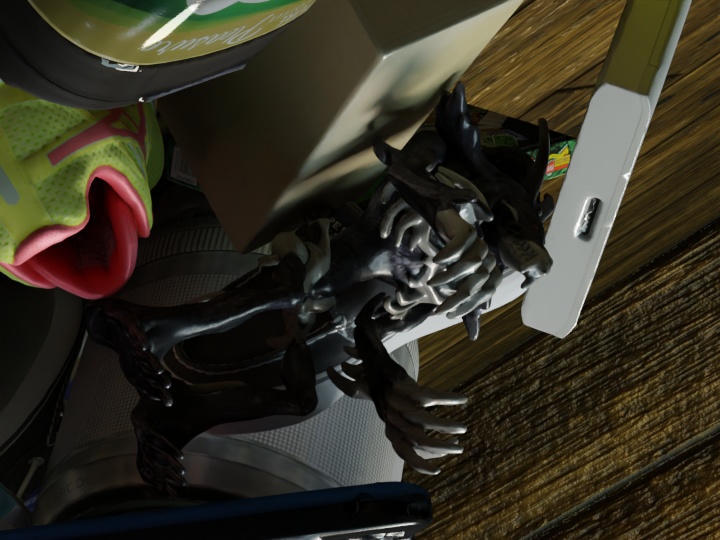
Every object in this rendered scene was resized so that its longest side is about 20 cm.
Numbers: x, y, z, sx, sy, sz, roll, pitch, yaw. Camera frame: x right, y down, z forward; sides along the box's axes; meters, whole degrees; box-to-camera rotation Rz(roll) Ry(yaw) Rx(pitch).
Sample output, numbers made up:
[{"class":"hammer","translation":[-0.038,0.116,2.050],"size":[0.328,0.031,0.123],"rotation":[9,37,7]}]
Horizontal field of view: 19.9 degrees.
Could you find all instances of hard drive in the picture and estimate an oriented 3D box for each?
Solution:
[{"class":"hard drive","translation":[0.117,-0.084,0.873],"size":[0.201,0.026,0.133],"rotation":[-64,172,-45]}]

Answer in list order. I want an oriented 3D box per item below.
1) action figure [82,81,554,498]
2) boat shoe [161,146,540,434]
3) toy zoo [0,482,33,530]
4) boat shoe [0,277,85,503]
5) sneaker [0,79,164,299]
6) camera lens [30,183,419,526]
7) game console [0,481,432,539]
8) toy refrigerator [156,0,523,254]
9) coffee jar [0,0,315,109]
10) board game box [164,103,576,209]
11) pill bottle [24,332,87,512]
[{"class":"action figure","translation":[0.008,0.013,0.733],"size":[0.199,0.102,0.120],"rotation":[-25,136,-22]},{"class":"boat shoe","translation":[0.000,0.000,0.823],"size":[0.199,0.070,0.067],"rotation":[-21,134,-32]},{"class":"toy zoo","translation":[-0.196,0.136,0.854],"size":[0.131,0.020,0.200],"rotation":[-45,170,-11]},{"class":"boat shoe","translation":[-0.176,0.075,1.019],"size":[0.063,0.071,0.200],"rotation":[13,132,-32]},{"class":"sneaker","translation":[-0.105,-0.028,0.711],"size":[0.078,0.091,0.200],"rotation":[-32,173,8]},{"class":"camera lens","translation":[-0.057,0.073,0.951],"size":[0.160,0.159,0.201],"rotation":[-37,-150,40]},{"class":"game console","translation":[-0.069,0.153,0.771],"size":[0.198,0.119,0.171],"rotation":[-7,171,-4]},{"class":"toy refrigerator","translation":[-0.012,-0.082,0.765],"size":[0.070,0.076,0.200],"rotation":[-26,170,-24]},{"class":"coffee jar","translation":[-0.021,-0.119,0.477],"size":[0.104,0.086,0.200],"rotation":[-25,170,-45]},{"class":"board game box","translation":[0.010,-0.054,0.968],"size":[0.199,0.104,0.024],"rotation":[-18,125,-53]},{"class":"pill bottle","translation":[-0.126,0.127,1.117],"size":[0.111,0.201,0.111],"rotation":[-33,-174,4]}]
